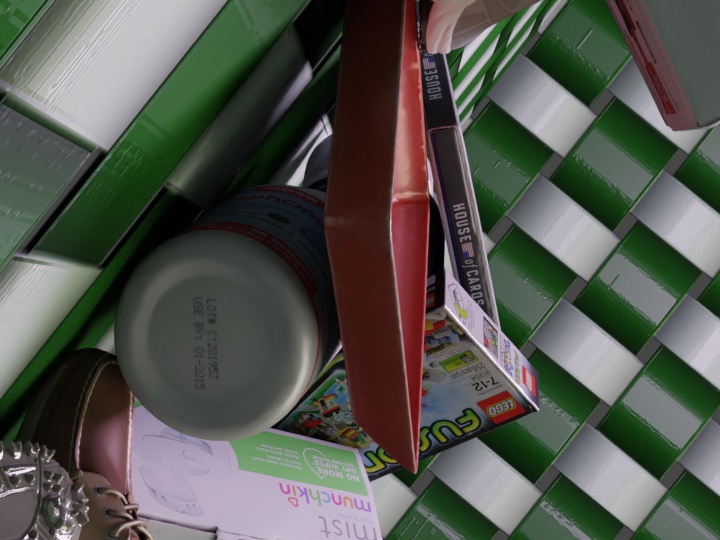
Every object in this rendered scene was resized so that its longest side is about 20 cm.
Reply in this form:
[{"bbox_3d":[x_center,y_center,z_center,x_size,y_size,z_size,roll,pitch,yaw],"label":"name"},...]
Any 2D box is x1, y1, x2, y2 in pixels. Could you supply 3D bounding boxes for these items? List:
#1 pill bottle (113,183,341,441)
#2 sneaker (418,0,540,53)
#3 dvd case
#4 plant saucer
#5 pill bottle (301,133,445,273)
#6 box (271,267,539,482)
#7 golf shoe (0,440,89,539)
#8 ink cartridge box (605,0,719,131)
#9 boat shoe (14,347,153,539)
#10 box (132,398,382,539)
[{"bbox_3d":[-0.055,0.013,0.935,0.109,0.109,0.200,-52,179,18],"label":"pill bottle"},{"bbox_3d":[0.068,-0.155,0.871,0.200,0.079,0.075,114,-24,-88],"label":"sneaker"},{"bbox_3d":[0.061,-0.051,1.086,0.151,0.025,0.201,-96,175,-52],"label":"dvd case"},{"bbox_3d":[0.011,-0.031,0.870,0.200,0.036,0.201,82,9,-49],"label":"plant saucer"},{"bbox_3d":[0.000,0.000,1.142,0.116,0.115,0.201,-53,-158,39],"label":"pill bottle"},{"bbox_3d":[0.000,0.080,1.054,0.199,0.110,0.035,-27,-144,26],"label":"box"},{"bbox_3d":[-0.209,0.149,0.762,0.097,0.079,0.200,-30,-173,42],"label":"golf shoe"},{"bbox_3d":[0.153,-0.175,0.833,0.083,0.201,0.176,-25,-178,6],"label":"ink cartridge box"},{"bbox_3d":[-0.136,0.139,0.850,0.076,0.071,0.202,29,64,-57],"label":"boat shoe"},{"bbox_3d":[-0.116,0.177,1.024,0.177,0.199,0.097,-54,-145,32],"label":"box"}]
